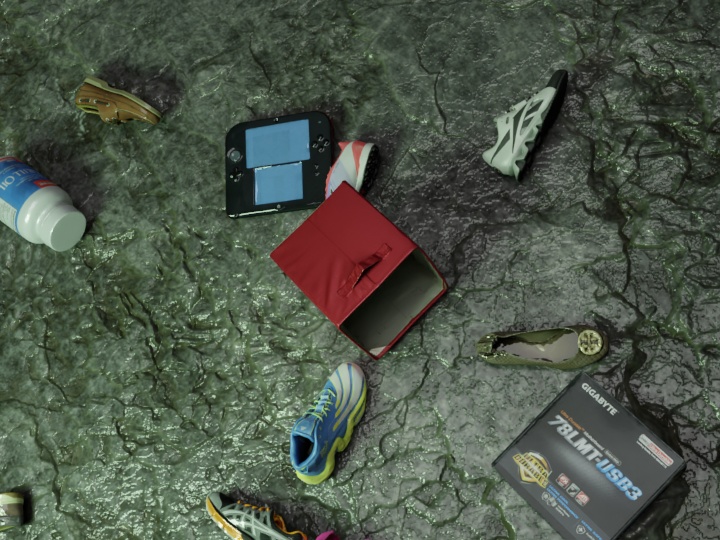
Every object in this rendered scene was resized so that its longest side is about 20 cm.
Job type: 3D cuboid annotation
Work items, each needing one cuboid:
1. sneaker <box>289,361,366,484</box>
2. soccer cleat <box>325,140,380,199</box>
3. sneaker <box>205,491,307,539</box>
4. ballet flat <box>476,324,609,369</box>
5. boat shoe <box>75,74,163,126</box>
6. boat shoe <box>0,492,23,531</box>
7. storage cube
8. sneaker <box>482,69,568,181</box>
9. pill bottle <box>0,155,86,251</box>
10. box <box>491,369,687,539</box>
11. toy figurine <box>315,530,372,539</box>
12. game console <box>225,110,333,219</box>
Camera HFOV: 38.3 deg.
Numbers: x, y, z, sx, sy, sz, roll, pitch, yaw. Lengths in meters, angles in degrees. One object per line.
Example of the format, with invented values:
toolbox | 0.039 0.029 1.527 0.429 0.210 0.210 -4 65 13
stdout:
sneaker | -0.051 0.230 1.595 0.076 0.105 0.200 14 77 21
soccer cleat | -0.031 -0.127 1.734 0.073 0.068 0.200 14 72 21
sneaker | -0.159 0.392 1.585 0.200 0.078 0.077 31 73 35
ballet flat | 0.273 0.113 1.567 0.200 0.046 0.067 -1 72 17
boat shoe | -0.447 -0.298 1.925 0.200 0.072 0.068 25 85 33
boat shoe | -0.656 0.428 1.733 0.200 0.073 0.065 -22 62 9
storage cube | 0.000 0.000 1.612 0.171 0.200 0.180 -45 59 -1
sneaker | 0.265 -0.249 1.679 0.088 0.074 0.200 28 81 22
pill bottle | -0.593 -0.118 1.880 0.200 0.112 0.112 31 83 23
box | 0.327 0.282 1.493 0.199 0.050 0.200 -45 66 -1
toy figurine | -0.003 0.458 1.503 0.200 0.150 0.184 -20 55 -14
game console | -0.141 -0.184 1.807 0.200 0.031 0.177 -7 70 16
